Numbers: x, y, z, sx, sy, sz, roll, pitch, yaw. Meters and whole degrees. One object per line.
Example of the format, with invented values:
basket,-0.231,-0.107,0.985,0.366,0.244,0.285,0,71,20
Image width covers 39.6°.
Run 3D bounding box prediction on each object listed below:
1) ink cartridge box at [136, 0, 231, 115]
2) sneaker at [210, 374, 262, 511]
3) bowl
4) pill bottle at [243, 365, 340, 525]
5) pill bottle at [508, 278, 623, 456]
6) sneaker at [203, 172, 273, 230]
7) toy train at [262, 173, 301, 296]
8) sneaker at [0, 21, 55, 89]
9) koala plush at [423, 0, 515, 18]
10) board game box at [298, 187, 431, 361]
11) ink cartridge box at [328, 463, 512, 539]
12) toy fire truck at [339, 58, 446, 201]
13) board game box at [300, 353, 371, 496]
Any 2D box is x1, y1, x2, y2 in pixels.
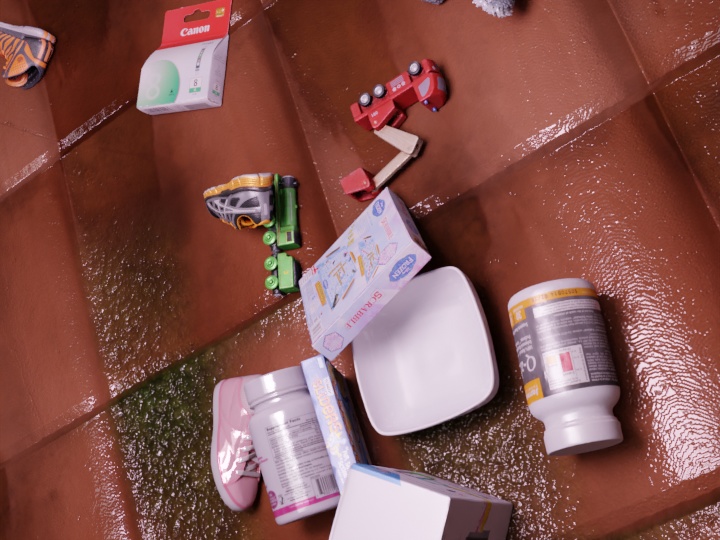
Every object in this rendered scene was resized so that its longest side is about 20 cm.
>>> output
ink cartridge box,-0.306,-0.378,1.743,0.159,0.050,0.203,-2,79,31
sneaker,-0.163,0.249,1.487,0.104,0.075,0.203,-20,64,31
bowl,0.094,0.115,1.365,0.198,0.074,0.202,-23,66,25
pill bottle,-0.092,0.245,1.408,0.113,0.113,0.202,-24,75,24
pill bottle,0.257,0.121,1.241,0.115,0.116,0.202,-19,69,26
sneaker,-0.189,-0.098,1.555,0.200,0.077,0.078,-13,88,65
toy train,-0.122,-0.059,1.559,0.056,0.042,0.203,-9,73,19
sneaker,-0.694,-0.423,1.970,0.198,0.077,0.113,12,83,33
koala plush,0.160,-0.456,1.419,0.199,0.184,0.178,35,97,20
board game box,0.000,0.000,1.405,0.200,0.041,0.200,-46,24,14
ink cartridge box,0.075,0.337,1.248,0.145,0.199,0.148,12,83,32
toy fire truck,0.050,-0.206,1.484,0.199,0.049,0.142,-28,66,22
board game box,-0.023,0.227,1.370,0.034,0.135,0.202,-21,68,5
